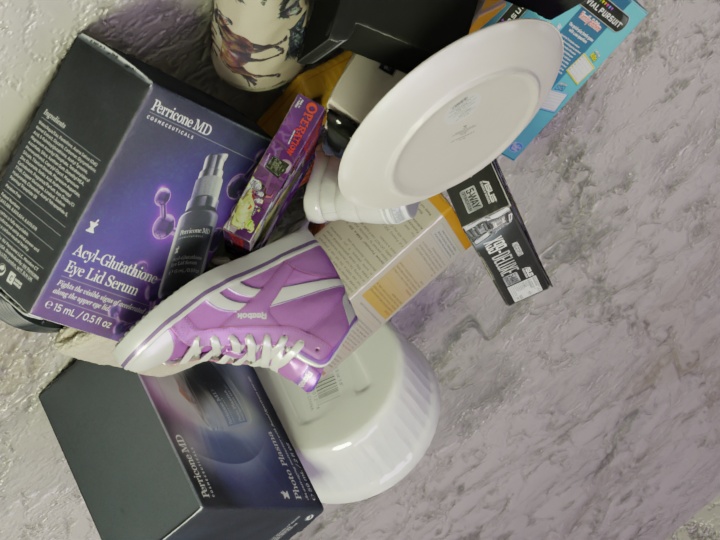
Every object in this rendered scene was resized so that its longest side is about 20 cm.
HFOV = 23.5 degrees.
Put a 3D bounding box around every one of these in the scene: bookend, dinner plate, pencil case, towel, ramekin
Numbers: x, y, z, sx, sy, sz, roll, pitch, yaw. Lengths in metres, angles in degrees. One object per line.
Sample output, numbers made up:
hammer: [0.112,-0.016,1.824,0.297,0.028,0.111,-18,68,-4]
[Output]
bookend: [0.082,-0.221,1.279,0.092,0.198,0.200,166,-58,-73]
dinner plate: [0.072,-0.107,1.274,0.199,0.024,0.201,-29,155,-15]
pencil case: [-0.066,-0.234,1.317,0.089,0.078,0.201,-36,154,-33]
towel: [-0.151,0.040,1.468,0.199,0.035,0.132,-24,153,33]
ramekin: [-0.026,0.127,1.768,0.200,0.201,0.098,-38,144,-3]

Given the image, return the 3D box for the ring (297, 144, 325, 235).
ring: [-0.078,-0.025,1.588,0.201,0.019,0.201,-56,164,-25]

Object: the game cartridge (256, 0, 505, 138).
game cartridge: [0.009,-0.172,1.472,0.199,0.033,0.176,-27,178,-22]

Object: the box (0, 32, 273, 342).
box: [-0.185,-0.057,1.332,0.148,0.104,0.201,20,101,-50]

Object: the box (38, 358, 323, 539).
box: [-0.166,0.173,1.633,0.123,0.201,0.198,-40,154,23]

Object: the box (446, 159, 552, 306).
box: [0.108,-0.075,1.583,0.049,0.159,0.200,-24,153,7]

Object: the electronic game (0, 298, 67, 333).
electronic game: [-0.230,-0.026,1.451,0.199,0.042,0.201,-24,142,-20]

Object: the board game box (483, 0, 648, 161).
board game box: [0.170,-0.210,1.673,0.200,0.047,0.151,-48,151,13]

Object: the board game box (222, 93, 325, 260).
board game box: [-0.071,-0.066,1.393,0.200,0.032,0.121,118,-3,-83]

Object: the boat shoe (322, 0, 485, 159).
boat shoe: [0.031,-0.167,1.352,0.201,0.074,0.093,-54,176,-21]

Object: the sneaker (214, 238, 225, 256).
sneaker: [-0.137,-0.013,1.575,0.080,0.070,0.201,-48,158,-40]

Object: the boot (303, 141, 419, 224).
boot: [0.011,-0.108,1.439,0.201,0.095,0.074,-68,150,-52]

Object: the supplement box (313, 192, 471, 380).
supplement box: [0.000,0.000,1.586,0.200,0.074,0.126,-42,161,0]

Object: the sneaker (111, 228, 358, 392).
sneaker: [-0.086,0.053,1.327,0.200,0.115,0.073,-27,171,-30]
